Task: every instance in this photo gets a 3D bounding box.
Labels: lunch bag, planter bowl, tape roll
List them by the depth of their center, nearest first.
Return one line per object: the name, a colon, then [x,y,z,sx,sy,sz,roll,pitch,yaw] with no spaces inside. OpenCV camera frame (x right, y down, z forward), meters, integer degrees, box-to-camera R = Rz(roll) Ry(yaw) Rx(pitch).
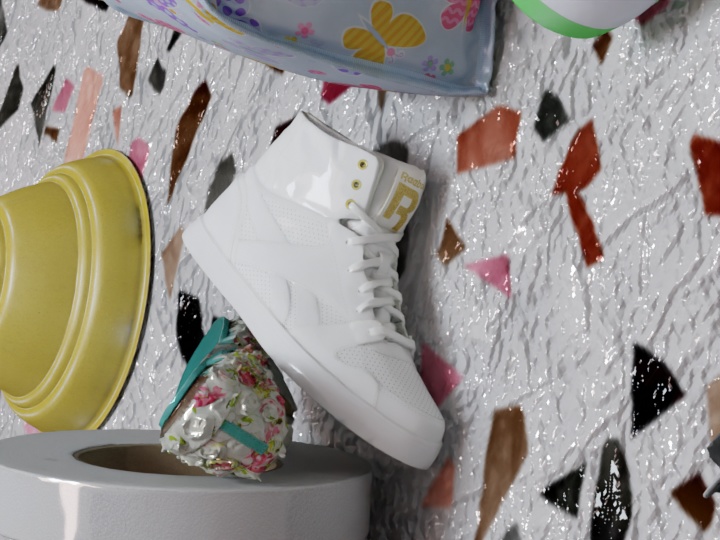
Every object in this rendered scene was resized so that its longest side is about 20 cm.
tape roll: [-0.094,0.112,1.278,0.203,0.203,0.037,11,100,61]
lunch bag: [-0.043,-0.167,1.282,0.170,0.200,0.127,18,97,61]
planter bowl: [-0.217,0.012,1.646,0.200,0.083,0.201,-26,60,55]

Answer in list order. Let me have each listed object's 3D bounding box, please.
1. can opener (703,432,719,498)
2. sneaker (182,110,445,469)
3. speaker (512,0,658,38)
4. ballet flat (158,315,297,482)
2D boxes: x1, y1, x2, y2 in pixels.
can opener: [0.198,0.032,0.962,0.066,0.053,0.200,44,128,16]
sneaker: [0.000,0.000,1.279,0.116,0.074,0.200,-49,57,10]
speaker: [0.138,-0.185,1.088,0.200,0.088,0.089,-45,44,45]
ballet flat: [-0.064,0.071,1.272,0.076,0.064,0.200,-57,4,8]
